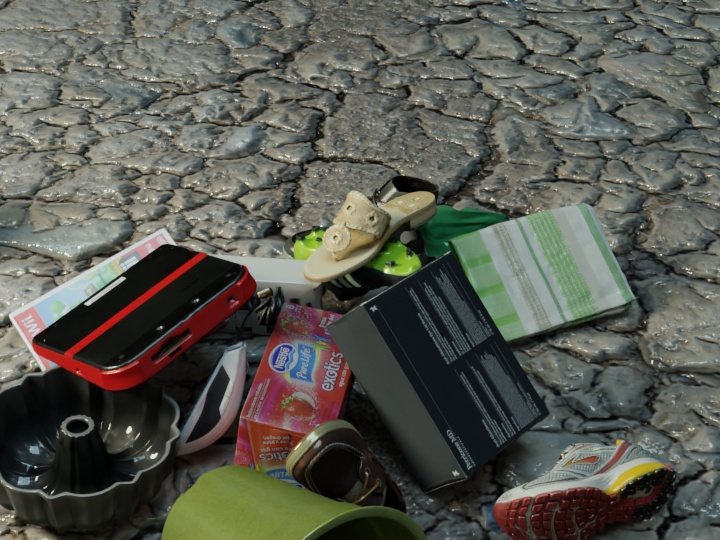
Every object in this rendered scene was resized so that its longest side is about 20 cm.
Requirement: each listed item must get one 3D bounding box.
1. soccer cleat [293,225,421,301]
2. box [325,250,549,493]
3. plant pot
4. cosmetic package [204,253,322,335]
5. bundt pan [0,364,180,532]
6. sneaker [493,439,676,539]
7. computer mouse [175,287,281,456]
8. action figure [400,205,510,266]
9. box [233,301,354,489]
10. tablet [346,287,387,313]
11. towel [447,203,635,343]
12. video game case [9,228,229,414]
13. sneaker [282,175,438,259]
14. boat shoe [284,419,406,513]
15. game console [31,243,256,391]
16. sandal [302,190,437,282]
[{"bbox_3d":[0.000,0.000,1.545,0.068,0.081,0.200,-31,29,-36],"label":"soccer cleat"},{"bbox_3d":[0.079,0.103,1.340,0.141,0.079,0.200,-29,88,-41],"label":"box"},{"bbox_3d":[-0.074,0.258,1.127,0.200,0.200,0.190,-24,31,-33],"label":"plant pot"},{"bbox_3d":[-0.144,0.029,1.522,0.200,0.083,0.051,3,34,2],"label":"cosmetic package"},{"bbox_3d":[-0.276,0.181,1.296,0.202,0.076,0.202,1,35,-1],"label":"bundt pan"},{"bbox_3d":[0.211,0.218,1.292,0.200,0.078,0.082,-8,31,-31],"label":"sneaker"},{"bbox_3d":[-0.133,0.111,1.363,0.044,0.110,0.200,29,79,-7],"label":"computer mouse"},{"bbox_3d":[0.141,-0.035,1.639,0.200,0.055,0.118,-6,68,-40],"label":"action figure"},{"bbox_3d":[-0.062,0.135,1.352,0.095,0.100,0.200,13,36,3],"label":"box"},{"bbox_3d":[0.044,0.067,1.541,0.130,0.014,0.200,20,39,23],"label":"tablet"},{"bbox_3d":[0.217,0.004,1.580,0.200,0.031,0.149,-15,70,-21],"label":"towel"},{"bbox_3d":[-0.265,0.054,1.445,0.200,0.017,0.143,-31,66,-16],"label":"video game case"},{"bbox_3d":[0.001,-0.064,1.644,0.200,0.106,0.075,-7,36,-14],"label":"sneaker"},{"bbox_3d":[-0.004,0.198,1.217,0.072,0.200,0.072,-46,61,-6],"label":"boat shoe"},{"bbox_3d":[-0.224,0.045,1.368,0.200,0.031,0.177,-39,33,-30],"label":"game console"},{"bbox_3d":[0.005,-0.063,1.495,0.078,0.070,0.212,13,34,42],"label":"sandal"}]
